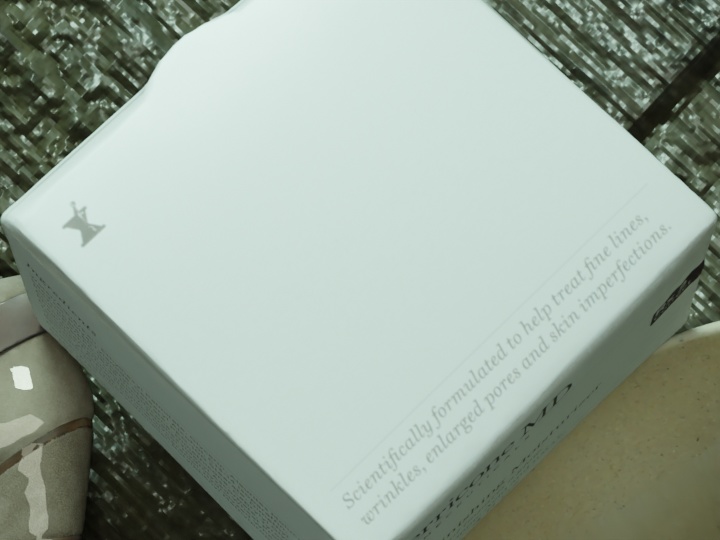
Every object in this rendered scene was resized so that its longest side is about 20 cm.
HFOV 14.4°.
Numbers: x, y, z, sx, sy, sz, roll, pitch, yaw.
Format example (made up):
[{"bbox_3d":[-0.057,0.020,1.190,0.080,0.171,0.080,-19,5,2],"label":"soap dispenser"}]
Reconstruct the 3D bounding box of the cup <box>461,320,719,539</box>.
[{"bbox_3d":[0.140,0.137,1.138,0.200,0.200,0.143,-38,110,-1],"label":"cup"}]

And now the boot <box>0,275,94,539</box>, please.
[{"bbox_3d":[-0.207,0.086,1.204,0.199,0.070,0.147,-13,80,0],"label":"boot"}]

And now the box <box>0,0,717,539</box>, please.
[{"bbox_3d":[0.000,0.000,1.132,0.199,0.131,0.200,-43,75,-13],"label":"box"}]
